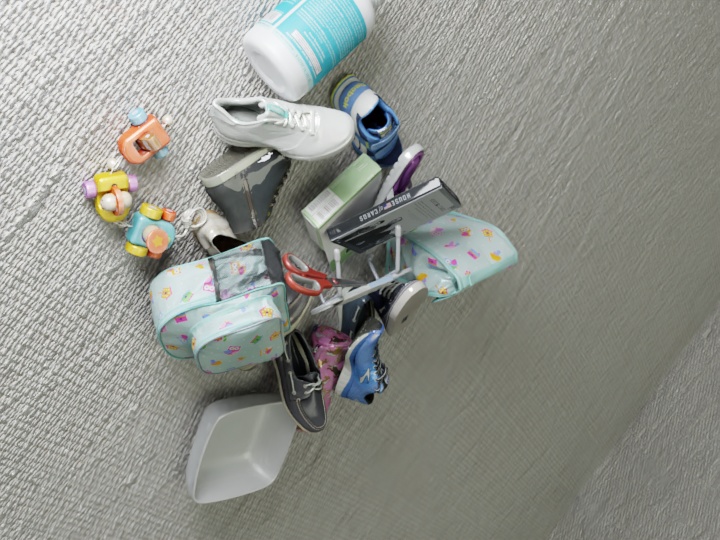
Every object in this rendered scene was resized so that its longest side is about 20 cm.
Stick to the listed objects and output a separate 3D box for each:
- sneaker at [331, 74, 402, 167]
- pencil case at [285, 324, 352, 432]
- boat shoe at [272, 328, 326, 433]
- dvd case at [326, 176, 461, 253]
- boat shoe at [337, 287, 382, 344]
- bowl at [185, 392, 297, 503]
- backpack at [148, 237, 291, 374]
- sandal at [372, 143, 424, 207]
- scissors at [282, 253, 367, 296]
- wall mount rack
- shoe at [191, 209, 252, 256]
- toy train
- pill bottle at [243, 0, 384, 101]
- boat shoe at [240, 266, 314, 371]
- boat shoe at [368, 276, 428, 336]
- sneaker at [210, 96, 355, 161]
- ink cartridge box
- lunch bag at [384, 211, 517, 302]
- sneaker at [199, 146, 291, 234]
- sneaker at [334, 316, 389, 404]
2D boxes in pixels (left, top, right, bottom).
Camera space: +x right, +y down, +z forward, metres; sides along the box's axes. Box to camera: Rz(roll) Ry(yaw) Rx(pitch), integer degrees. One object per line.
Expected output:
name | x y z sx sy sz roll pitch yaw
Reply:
sneaker | 0.025 -0.222 1.272 0.074 0.082 0.200 -51 144 -5
pencil case | -0.082 0.203 1.472 0.085 0.083 0.203 14 110 -18
boat shoe | -0.100 0.191 1.380 0.072 0.062 0.203 -26 99 -38
dvd case | 0.058 -0.086 1.303 0.198 0.025 0.150 -25 166 14
boat shoe | 0.001 0.113 1.506 0.074 0.062 0.202 -29 136 -33
bowl | -0.217 0.301 1.408 0.198 0.074 0.202 -1 118 -46
backpack | -0.203 0.061 1.157 0.196 0.155 0.177 -9 153 -7
sandal | 0.065 -0.122 1.337 0.082 0.050 0.204 -36 159 -35
scissors | -0.046 0.023 1.214 0.014 0.074 0.199 -44 140 22
wall mount rack | 0.000 0.000 1.330 0.198 0.075 0.174 -23 174 -22
shoe | -0.186 -0.018 1.223 0.070 0.053 0.200 -49 141 -6
toy train | -0.275 -0.102 1.055 0.149 0.055 0.202 -37 132 -16
pill bottle | -0.056 -0.333 1.082 0.200 0.110 0.111 -44 141 -11
boat shoe | -0.151 0.074 1.311 0.201 0.074 0.073 -53 141 -5
boat shoe | 0.058 0.044 1.439 0.074 0.093 0.201 -31 164 -22
sneaker | -0.104 -0.199 1.068 0.089 0.196 0.077 100 -7 -75
ink cartridge box | -0.023 -0.092 1.348 0.145 0.048 0.200 -44 164 -12
lunch bag | 0.167 -0.024 1.461 0.169 0.199 0.124 -21 123 -36
sneaker | -0.129 -0.145 1.164 0.198 0.075 0.107 -32 126 -11
sneaker | 0.018 0.165 1.423 0.079 0.088 0.202 -56 166 -45
